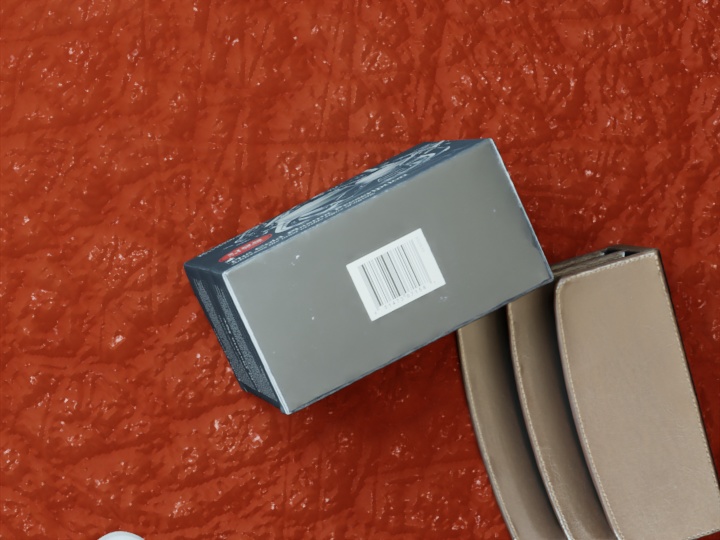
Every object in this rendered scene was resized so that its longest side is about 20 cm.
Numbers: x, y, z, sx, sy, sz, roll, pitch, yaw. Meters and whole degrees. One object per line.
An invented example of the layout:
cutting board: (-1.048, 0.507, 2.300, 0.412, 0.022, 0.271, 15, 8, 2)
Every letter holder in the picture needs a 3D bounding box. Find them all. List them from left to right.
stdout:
letter holder: (0.155, 0.098, 1.721, 0.141, 0.101, 0.202, -16, 95, -9)

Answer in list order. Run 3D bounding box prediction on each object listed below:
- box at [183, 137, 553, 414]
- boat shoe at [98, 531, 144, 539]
box: (0.000, 0.000, 1.643, 0.199, 0.182, 0.105, -27, 96, -10)
boat shoe: (-0.177, 0.279, 1.672, 0.071, 0.068, 0.202, 17, 88, -12)
